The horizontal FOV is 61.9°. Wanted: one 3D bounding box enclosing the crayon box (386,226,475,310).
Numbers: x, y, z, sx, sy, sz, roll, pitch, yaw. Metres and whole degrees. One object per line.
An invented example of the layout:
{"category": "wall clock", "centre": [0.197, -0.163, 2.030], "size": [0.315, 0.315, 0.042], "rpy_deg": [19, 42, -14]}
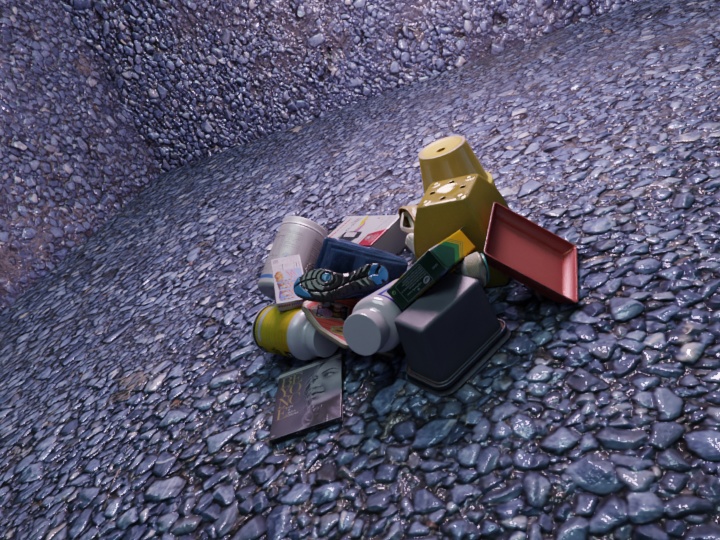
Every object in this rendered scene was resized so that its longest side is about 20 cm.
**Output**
{"category": "crayon box", "centre": [0.145, -0.008, 1.161], "size": [0.126, 0.052, 0.200], "rpy_deg": [-46, -8, 32]}

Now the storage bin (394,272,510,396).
{"category": "storage bin", "centre": [0.154, 0.102, 1.102], "size": [0.200, 0.135, 0.145], "rpy_deg": [-37, 29, -24]}

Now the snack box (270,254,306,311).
{"category": "snack box", "centre": [-0.163, 0.024, 1.377], "size": [0.072, 0.024, 0.200], "rpy_deg": [-10, 31, -7]}

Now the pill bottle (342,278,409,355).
{"category": "pill bottle", "centre": [0.051, 0.092, 1.169], "size": [0.112, 0.112, 0.200], "rpy_deg": [-7, 12, 33]}

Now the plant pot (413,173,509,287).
{"category": "plant pot", "centre": [0.223, -0.094, 1.322], "size": [0.195, 0.200, 0.194], "rpy_deg": [-7, 32, 31]}

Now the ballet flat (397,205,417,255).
{"category": "ballet flat", "centre": [0.133, -0.088, 1.490], "size": [0.063, 0.069, 0.200], "rpy_deg": [4, 42, -16]}

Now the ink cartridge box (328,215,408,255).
{"category": "ink cartridge box", "centre": [0.010, -0.076, 1.604], "size": [0.200, 0.083, 0.146], "rpy_deg": [4, 39, 45]}

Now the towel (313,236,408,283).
{"category": "towel", "centre": [0.000, 0.000, 1.319], "size": [0.199, 0.112, 0.049], "rpy_deg": [14, 18, -16]}

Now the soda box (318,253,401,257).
{"category": "soda box", "centre": [0.003, 0.006, 1.383], "size": [0.199, 0.071, 0.063], "rpy_deg": [2, 22, -12]}

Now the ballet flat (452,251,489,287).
{"category": "ballet flat", "centre": [0.211, 0.007, 1.159], "size": [0.062, 0.068, 0.200], "rpy_deg": [-15, -7, 7]}

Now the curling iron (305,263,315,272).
{"category": "curling iron", "centre": [-0.038, 0.001, 1.431], "size": [0.199, 0.026, 0.050], "rpy_deg": [-2, 33, -1]}

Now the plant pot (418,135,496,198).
{"category": "plant pot", "centre": [0.243, -0.243, 1.586], "size": [0.200, 0.189, 0.201], "rpy_deg": [-21, 26, 11]}

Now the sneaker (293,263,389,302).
{"category": "sneaker", "centre": [-0.040, 0.039, 1.257], "size": [0.199, 0.082, 0.073], "rpy_deg": [-5, 63, -5]}

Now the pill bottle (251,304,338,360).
{"category": "pill bottle", "centre": [-0.140, 0.137, 1.319], "size": [0.200, 0.112, 0.112], "rpy_deg": [3, 38, 44]}

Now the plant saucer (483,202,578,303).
{"category": "plant saucer", "centre": [0.331, -0.030, 1.180], "size": [0.037, 0.199, 0.200], "rpy_deg": [-60, 3, 39]}

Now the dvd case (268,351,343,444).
{"category": "dvd case", "centre": [-0.103, 0.248, 1.194], "size": [0.148, 0.016, 0.200], "rpy_deg": [-21, 26, 10]}

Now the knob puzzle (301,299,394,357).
{"category": "knob puzzle", "centre": [-0.024, 0.093, 1.256], "size": [0.219, 0.031, 0.220], "rpy_deg": [14, 29, -8]}

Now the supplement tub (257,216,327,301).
{"category": "supplement tub", "centre": [-0.172, -0.022, 1.540], "size": [0.132, 0.132, 0.201], "rpy_deg": [-1, 61, 40]}
